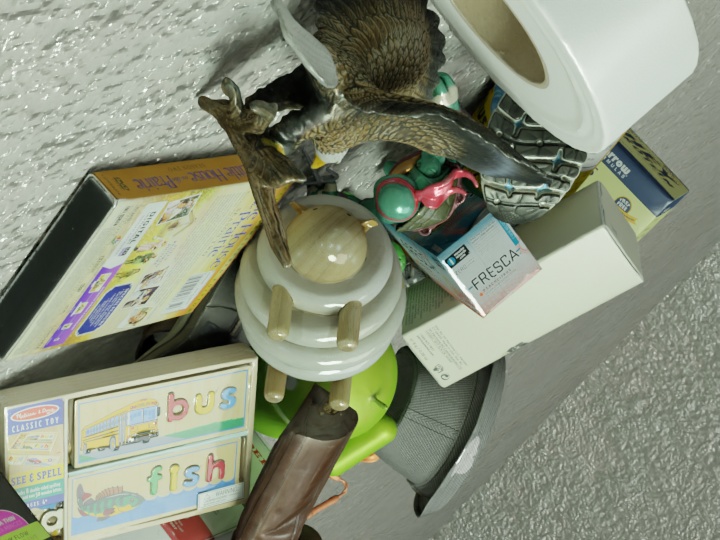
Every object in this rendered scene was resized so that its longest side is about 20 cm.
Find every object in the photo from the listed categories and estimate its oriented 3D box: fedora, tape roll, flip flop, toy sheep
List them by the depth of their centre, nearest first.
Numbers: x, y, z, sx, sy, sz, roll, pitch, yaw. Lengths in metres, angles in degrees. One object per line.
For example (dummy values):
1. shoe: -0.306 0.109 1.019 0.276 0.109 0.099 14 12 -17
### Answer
1. tape roll: 0.094 -0.163 0.857 0.071 0.203 0.203 -41 166 -4
2. toy sheep: -0.030 0.022 1.121 0.138 0.138 0.200 -34 160 -26
3. flip flop: -0.131 0.051 1.182 0.200 0.057 0.081 -54 131 -7
4. fedora: 0.058 0.128 1.405 0.178 0.090 0.200 -64 -174 9

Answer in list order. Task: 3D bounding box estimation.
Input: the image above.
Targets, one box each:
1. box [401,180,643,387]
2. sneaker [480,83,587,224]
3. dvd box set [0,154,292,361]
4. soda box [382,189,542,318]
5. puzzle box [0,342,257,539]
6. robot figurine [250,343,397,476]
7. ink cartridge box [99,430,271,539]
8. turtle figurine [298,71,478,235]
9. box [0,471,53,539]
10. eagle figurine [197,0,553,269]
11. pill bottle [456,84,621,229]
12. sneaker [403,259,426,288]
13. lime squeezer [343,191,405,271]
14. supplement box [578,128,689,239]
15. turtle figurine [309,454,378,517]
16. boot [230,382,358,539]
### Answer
1. box: 0.134 0.012 1.297 0.199 0.068 0.082 -29 -155 22
2. sneaker: 0.137 -0.131 1.172 0.090 0.078 0.201 127 -23 -85
3. dvd box set: -0.141 -0.014 1.019 0.146 0.029 0.200 -50 163 28
4. soda box: 0.075 -0.027 1.275 0.063 0.069 0.200 -40 -160 -4
5. puzzle box: -0.171 0.132 1.141 0.199 0.025 0.134 -11 119 -29
6. robot figurine: -0.043 0.087 1.320 0.116 0.176 0.200 -43 -165 -23
7. ink cartridge box: -0.160 0.179 1.302 0.083 0.147 0.200 -46 164 22
8. turtle figurine: 0.032 -0.074 1.163 0.149 0.101 0.200 -32 180 18
9. box: -0.328 0.228 1.055 0.200 0.124 0.148 -51 164 30
10. eagle figurine: 0.008 -0.102 0.941 0.199 0.153 0.151 -17 -166 -22
11. pill bottle: 0.165 -0.134 1.294 0.113 0.113 0.200 -25 158 -47
12. sneaker: 0.057 0.011 1.406 0.115 0.075 0.200 -26 -172 -28
13. lime squeezer: 0.000 0.000 1.344 0.070 0.038 0.200 7 153 -8
14. supplement box: 0.204 -0.053 1.541 0.200 0.134 0.200 -46 173 16
15. turtle figurine: -0.016 0.133 1.504 0.200 0.161 0.064 -40 166 -5
16. boot: -0.042 0.174 1.241 0.201 0.064 0.186 -67 166 18
